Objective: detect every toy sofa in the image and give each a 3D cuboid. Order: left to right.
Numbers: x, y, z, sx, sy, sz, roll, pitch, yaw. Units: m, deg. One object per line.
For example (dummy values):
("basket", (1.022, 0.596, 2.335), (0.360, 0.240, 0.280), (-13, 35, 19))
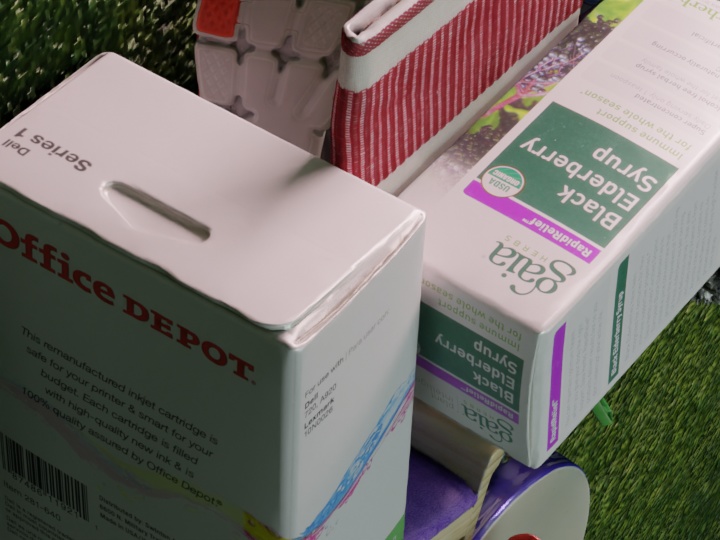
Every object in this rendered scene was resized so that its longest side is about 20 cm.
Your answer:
("toy sofa", (-0.023, 0.109, 1.144), (0.200, 0.083, 0.098), (-29, 142, -49))

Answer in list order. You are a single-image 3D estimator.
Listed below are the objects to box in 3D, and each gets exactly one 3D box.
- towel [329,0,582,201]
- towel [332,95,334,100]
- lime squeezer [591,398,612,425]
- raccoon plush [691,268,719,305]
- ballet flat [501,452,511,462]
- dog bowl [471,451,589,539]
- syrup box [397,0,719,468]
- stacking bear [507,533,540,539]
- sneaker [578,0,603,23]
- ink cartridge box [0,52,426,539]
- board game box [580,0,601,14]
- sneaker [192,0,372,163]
("towel", (0.032, -0.045, 0.944), (0.144, 0.023, 0.200), (-43, 150, -35))
("towel", (0.027, -0.035, 0.994), (0.086, 0.018, 0.200), (-53, 157, -23))
("lime squeezer", (0.119, 0.014, 1.234), (0.071, 0.038, 0.200), (-6, 148, -22))
("raccoon plush", (0.188, -0.022, 1.311), (0.200, 0.134, 0.097), (-70, 176, -84))
("ballet flat", (0.067, 0.056, 1.288), (0.200, 0.071, 0.069), (-5, 107, -74))
("dog bowl", (0.036, 0.171, 1.347), (0.200, 0.079, 0.200), (-46, 153, -32))
("syrup box", (0.090, -0.028, 0.951), (0.200, 0.079, 0.081), (-43, 151, -32))
("stacking bear", (0.046, 0.221, 1.210), (0.200, 0.121, 0.114), (-52, 162, -6))
("sneaker", (0.144, -0.072, 1.088), (0.200, 0.100, 0.075), (-21, 158, -34))
("ink cartridge box", (-0.060, 0.042, 0.918), (0.084, 0.145, 0.200), (-44, 151, -37))
("board game box", (0.082, -0.071, 1.196), (0.200, 0.062, 0.200), (-48, 154, -27))
("sneaker", (-0.029, -0.080, 0.975), (0.082, 0.077, 0.200), (-79, -170, -72))
